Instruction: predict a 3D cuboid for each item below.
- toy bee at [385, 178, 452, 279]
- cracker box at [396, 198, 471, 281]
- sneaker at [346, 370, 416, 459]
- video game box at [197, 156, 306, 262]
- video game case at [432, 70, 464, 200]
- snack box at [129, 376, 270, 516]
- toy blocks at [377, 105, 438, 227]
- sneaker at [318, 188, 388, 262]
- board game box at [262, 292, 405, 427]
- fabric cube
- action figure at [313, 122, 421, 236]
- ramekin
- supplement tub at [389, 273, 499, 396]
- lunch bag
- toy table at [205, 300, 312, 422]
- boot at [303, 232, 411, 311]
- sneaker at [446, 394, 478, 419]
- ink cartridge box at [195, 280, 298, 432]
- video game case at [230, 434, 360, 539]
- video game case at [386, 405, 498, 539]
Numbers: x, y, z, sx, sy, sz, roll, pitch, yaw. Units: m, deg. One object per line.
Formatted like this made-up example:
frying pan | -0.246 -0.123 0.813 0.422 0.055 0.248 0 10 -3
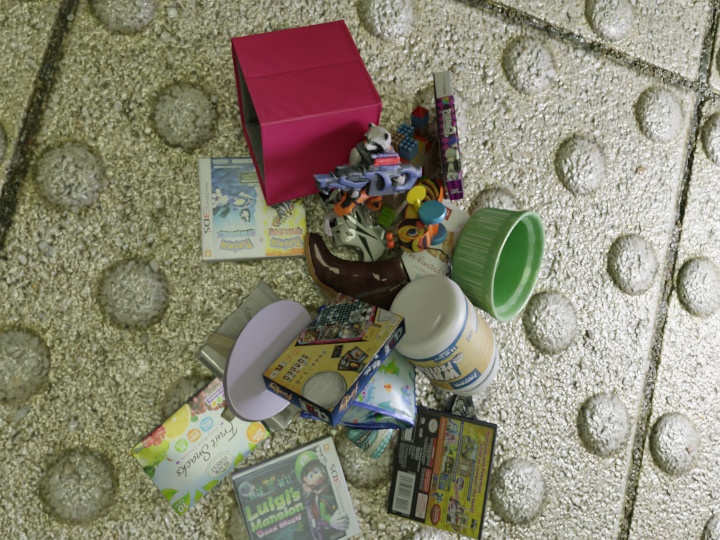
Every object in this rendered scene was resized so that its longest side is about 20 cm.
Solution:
toy bee | 0.095 -0.080 0.918 0.105 0.202 0.135 -4 118 7
cracker box | 0.144 -0.027 1.043 0.131 0.058 0.205 28 81 -8
sneaker | 0.039 0.236 0.996 0.084 0.078 0.205 25 82 -4
video game box | -0.197 -0.114 0.995 0.193 0.047 0.189 -4 88 -10
video game case | 0.164 -0.237 0.993 0.035 0.200 0.188 -7 86 12
snack box | -0.275 0.297 0.944 0.199 0.053 0.144 -40 94 -12
toy blocks | 0.083 -0.199 0.979 0.098 0.138 0.201 29 64 23
sneaker | -0.034 -0.092 1.007 0.089 0.074 0.200 -44 94 -12
board game box | -0.036 0.125 0.821 0.132 0.035 0.200 18 46 31
fabric cube | -0.095 -0.266 0.914 0.193 0.198 0.205 -16 64 -14
action figure | -0.011 -0.149 0.872 0.195 0.196 0.106 -4 49 -35
ramekin | 0.252 -0.018 0.998 0.197 0.096 0.207 -22 121 -42
supplement tub | 0.148 0.118 0.929 0.147 0.143 0.200 -54 131 -10
lunch bag | 0.004 0.175 0.939 0.193 0.128 0.175 11 57 -10
toy table | -0.162 0.152 0.875 0.184 0.117 0.201 46 53 -7
boot | 0.000 0.000 0.979 0.162 0.073 0.205 -21 104 19
sneaker | 0.209 0.334 1.027 0.102 0.060 0.204 -27 88 -6
ink cartridge box | -0.165 0.152 0.972 0.200 0.044 0.177 45 53 -10
video game case | -0.116 0.424 0.980 0.194 0.023 0.188 -18 89 -11
video game case | 0.149 0.365 0.989 0.175 0.025 0.207 9 89 15
